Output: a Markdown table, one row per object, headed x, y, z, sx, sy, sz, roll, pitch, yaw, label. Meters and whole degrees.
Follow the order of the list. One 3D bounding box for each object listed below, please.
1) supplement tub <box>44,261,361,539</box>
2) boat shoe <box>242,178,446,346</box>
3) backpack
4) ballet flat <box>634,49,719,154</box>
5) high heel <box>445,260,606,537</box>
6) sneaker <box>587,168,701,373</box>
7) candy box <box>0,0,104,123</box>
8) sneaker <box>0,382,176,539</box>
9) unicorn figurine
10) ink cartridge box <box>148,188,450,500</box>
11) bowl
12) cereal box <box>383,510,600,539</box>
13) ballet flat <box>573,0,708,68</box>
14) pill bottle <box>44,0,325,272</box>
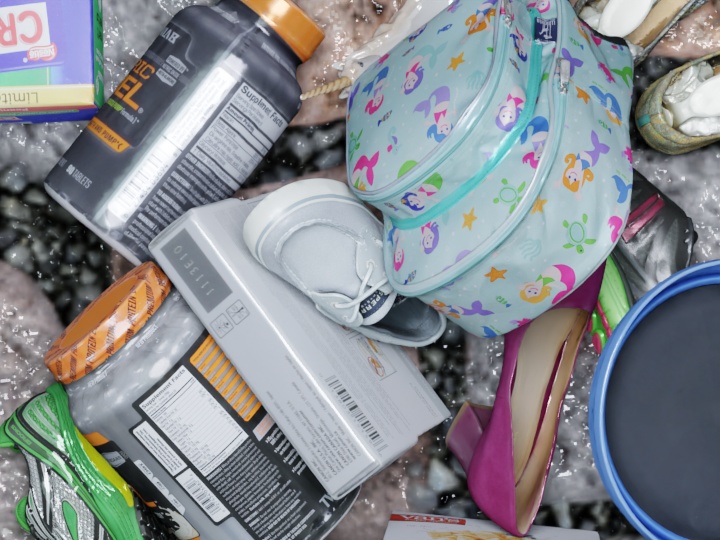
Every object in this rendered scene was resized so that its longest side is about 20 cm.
| x | y | z | sx | sy | sz | roll | pitch | yaw | label |
| --- | --- | --- | --- | --- | --- | --- | --- | --- | --- |
| -0.103 | 0.099 | 1.654 | 0.122 | 0.123 | 0.200 | -41 | 101 | 0 | supplement tub |
| 0.000 | 0.001 | 1.638 | 0.070 | 0.201 | 0.072 | -44 | 59 | 10 | boat shoe |
| 0.082 | -0.067 | 1.597 | 0.177 | 0.150 | 0.201 | -35 | 42 | 35 | backpack |
| 0.277 | -0.131 | 1.701 | 0.199 | 0.071 | 0.071 | -22 | 85 | 1 | ballet flat |
| 0.124 | 0.071 | 1.651 | 0.067 | 0.096 | 0.201 | 3 | 124 | -33 | high heel |
| 0.178 | -0.028 | 1.704 | 0.083 | 0.077 | 0.201 | -14 | 88 | -15 | sneaker |
| -0.259 | -0.201 | 1.729 | 0.168 | 0.077 | 0.202 | -2 | 87 | 3 | candy box |
| -0.176 | 0.172 | 1.707 | 0.085 | 0.078 | 0.201 | -27 | 76 | 8 | sneaker |
| 0.062 | -0.178 | 1.715 | 0.137 | 0.074 | 0.201 | 8 | 68 | 26 | unicorn figurine |
| -0.036 | 0.042 | 1.660 | 0.043 | 0.173 | 0.200 | -38 | 85 | 16 | ink cartridge box |
| 0.240 | 0.093 | 1.655 | 0.199 | 0.039 | 0.202 | 0 | 89 | -16 | bowl |
| 0.081 | 0.194 | 1.621 | 0.143 | 0.200 | 0.040 | 6 | 97 | 3 | cereal box |
| 0.208 | -0.202 | 1.708 | 0.072 | 0.072 | 0.200 | 42 | 89 | 5 | ballet flat |
| -0.110 | -0.101 | 1.700 | 0.106 | 0.106 | 0.200 | 38 | 88 | 5 | pill bottle |
